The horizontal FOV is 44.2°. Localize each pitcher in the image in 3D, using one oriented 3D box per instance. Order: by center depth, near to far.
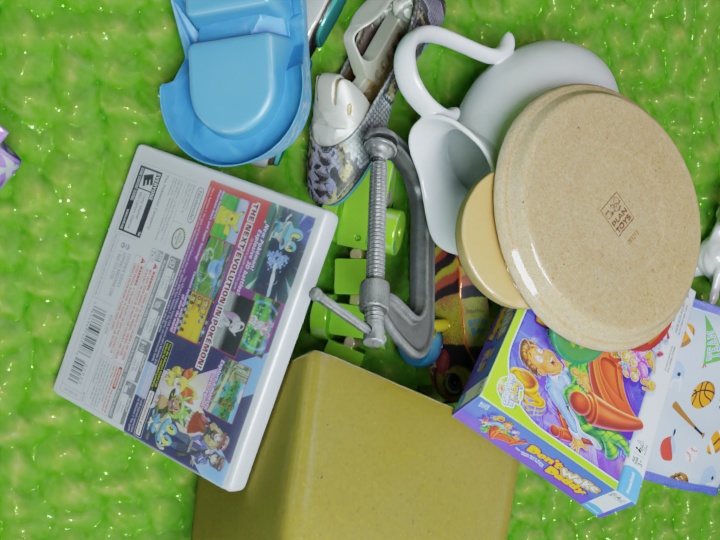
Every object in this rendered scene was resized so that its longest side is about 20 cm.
[{"bbox_3d":[0.117,-0.131,0.712,0.199,0.120,0.174,-35,109,-36],"label":"pitcher"}]

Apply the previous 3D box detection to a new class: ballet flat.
[{"bbox_3d":[-0.056,-0.181,0.689,0.069,0.069,0.203,23,90,-23],"label":"ballet flat"},{"bbox_3d":[-0.001,-0.152,0.705,0.072,0.072,0.202,31,82,-23],"label":"ballet flat"}]

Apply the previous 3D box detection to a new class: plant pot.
[{"bbox_3d":[-0.015,0.210,0.647,0.192,0.195,0.203,25,54,-23],"label":"plant pot"}]

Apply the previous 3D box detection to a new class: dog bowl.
[{"bbox_3d":[-0.088,-0.174,0.646,0.110,0.050,0.204,-4,87,16],"label":"dog bowl"}]

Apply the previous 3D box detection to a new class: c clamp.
[{"bbox_3d":[0.024,-0.025,0.652,0.171,0.027,0.203,48,38,-46],"label":"c clamp"}]

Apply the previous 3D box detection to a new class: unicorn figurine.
[{"bbox_3d":[0.371,0.005,0.887,0.199,0.074,0.139,34,84,-39],"label":"unicorn figurine"}]

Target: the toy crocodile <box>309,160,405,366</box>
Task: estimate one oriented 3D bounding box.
[{"bbox_3d":[0.000,0.000,0.738,0.066,0.062,0.204,7,91,13],"label":"toy crocodile"}]

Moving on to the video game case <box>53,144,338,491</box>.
[{"bbox_3d":[-0.124,0.028,0.644,0.023,0.180,0.203,19,91,-63],"label":"video game case"}]

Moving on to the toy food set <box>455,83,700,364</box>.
[{"bbox_3d":[0.171,-0.034,0.645,0.197,0.048,0.202,37,67,-18],"label":"toy food set"}]

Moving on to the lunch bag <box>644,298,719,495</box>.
[{"bbox_3d":[0.261,0.099,0.812,0.197,0.124,0.173,17,93,-4],"label":"lunch bag"}]

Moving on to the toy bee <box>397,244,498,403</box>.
[{"bbox_3d":[0.092,0.066,0.755,0.130,0.108,0.203,-27,112,-35],"label":"toy bee"}]

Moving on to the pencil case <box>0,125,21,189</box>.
[{"bbox_3d":[-0.316,-0.027,0.593,0.084,0.085,0.201,38,83,-24],"label":"pencil case"}]

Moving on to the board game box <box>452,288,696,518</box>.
[{"bbox_3d":[0.168,0.060,0.674,0.134,0.045,0.201,34,56,-5],"label":"board game box"}]
